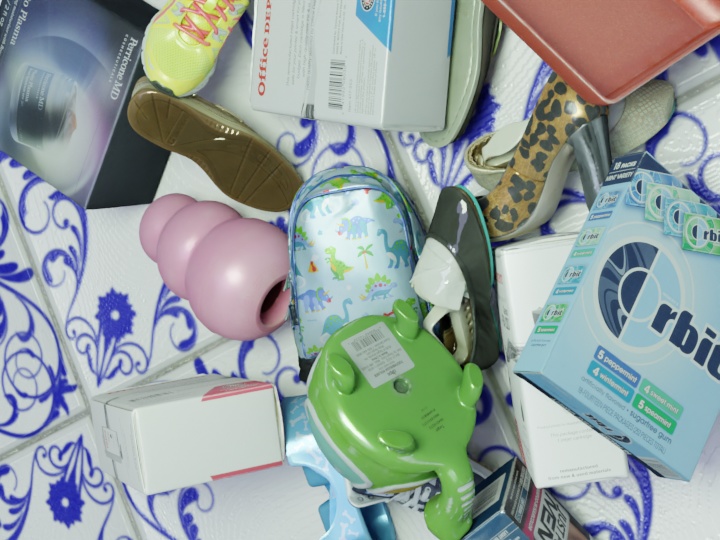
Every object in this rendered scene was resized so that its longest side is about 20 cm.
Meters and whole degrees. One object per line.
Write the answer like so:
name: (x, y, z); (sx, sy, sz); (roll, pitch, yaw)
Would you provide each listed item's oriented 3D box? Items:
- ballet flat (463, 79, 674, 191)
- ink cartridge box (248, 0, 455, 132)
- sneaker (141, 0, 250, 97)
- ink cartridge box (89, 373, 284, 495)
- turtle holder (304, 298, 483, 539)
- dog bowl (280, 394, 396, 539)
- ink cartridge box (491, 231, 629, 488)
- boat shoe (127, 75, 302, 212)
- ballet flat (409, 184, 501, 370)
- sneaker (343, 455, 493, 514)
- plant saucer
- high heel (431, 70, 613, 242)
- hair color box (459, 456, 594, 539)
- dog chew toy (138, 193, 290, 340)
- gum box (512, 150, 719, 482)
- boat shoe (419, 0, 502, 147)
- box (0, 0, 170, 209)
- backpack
ballet flat: (0.181, -0.121, 1.054); (0.198, 0.062, 0.068); (-24, 57, 28)
ink cartridge box: (-0.011, -0.213, 1.109); (0.199, 0.085, 0.149); (16, 105, 49)
sneaker: (-0.149, -0.260, 1.153); (0.077, 0.202, 0.090); (29, 156, -14)
ink cartridge box: (-0.178, 0.158, 1.194); (0.199, 0.144, 0.084); (175, 87, -66)
turtle holder: (0.036, 0.132, 1.034); (0.184, 0.142, 0.132); (29, 140, -1)
dog bowl: (-0.019, 0.214, 1.186); (0.049, 0.111, 0.203); (-21, 85, 14)
ink cartridge box: (0.169, 0.072, 1.034); (0.083, 0.146, 0.204); (-7, 91, 2)
boat shoe: (-0.141, -0.133, 1.201); (0.199, 0.065, 0.071); (34, 114, -23)
ballet flat: (0.084, 0.022, 1.046); (0.068, 0.068, 0.202); (34, 149, 45)
sneaker: (0.062, 0.210, 1.125); (0.200, 0.108, 0.070); (44, 134, 13)
plant saucer: (0.189, -0.231, 0.991); (0.200, 0.199, 0.037); (47, 145, 15)
high heel: (0.132, -0.102, 1.035); (0.198, 0.071, 0.145); (-6, 100, 41)
hair color box: (0.179, 0.273, 1.055); (0.060, 0.100, 0.200); (-41, 95, 24)
dog chew toy: (-0.152, -0.014, 1.227); (0.199, 0.124, 0.126); (33, 110, 30)
gum box: (0.234, 0.038, 0.954); (0.202, 0.169, 0.044); (-61, 21, -16)
boat shoe: (0.098, -0.214, 1.096); (0.071, 0.060, 0.205); (18, 105, 36)
box: (-0.296, -0.202, 1.278); (0.197, 0.123, 0.202); (31, 110, 20)
backpack: (0.000, 0.000, 1.136); (0.160, 0.154, 0.204); (-6, 79, 13)
